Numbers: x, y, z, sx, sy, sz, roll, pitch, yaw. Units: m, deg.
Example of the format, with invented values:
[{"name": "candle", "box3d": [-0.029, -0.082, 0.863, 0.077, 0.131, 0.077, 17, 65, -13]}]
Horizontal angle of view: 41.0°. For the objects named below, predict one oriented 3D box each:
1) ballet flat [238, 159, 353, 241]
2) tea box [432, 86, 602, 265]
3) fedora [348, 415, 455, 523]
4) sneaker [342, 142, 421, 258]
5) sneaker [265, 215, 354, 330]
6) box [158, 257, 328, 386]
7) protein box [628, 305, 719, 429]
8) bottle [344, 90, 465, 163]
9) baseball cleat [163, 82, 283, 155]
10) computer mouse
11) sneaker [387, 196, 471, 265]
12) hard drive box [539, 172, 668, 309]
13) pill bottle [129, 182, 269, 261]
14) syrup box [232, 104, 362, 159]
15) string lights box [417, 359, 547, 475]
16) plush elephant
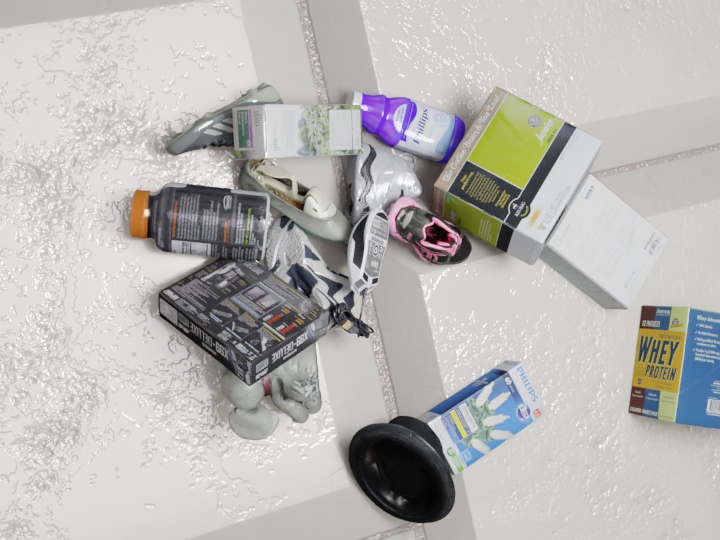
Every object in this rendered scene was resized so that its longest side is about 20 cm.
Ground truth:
[{"name": "ballet flat", "box3d": [-0.097, -0.112, 1.483, 0.200, 0.064, 0.067, 29, 47, 3]}, {"name": "tea box", "box3d": [0.248, -0.151, 1.554, 0.197, 0.134, 0.200, 31, 78, 10]}, {"name": "fedora", "box3d": [0.079, 0.305, 1.542, 0.201, 0.201, 0.092, 53, 41, -12]}, {"name": "sneaker", "box3d": [0.035, -0.103, 1.555, 0.115, 0.075, 0.200, 5, 85, -17]}, {"name": "sneaker", "box3d": [-0.069, 0.010, 1.524, 0.079, 0.130, 0.199, -39, 63, 19]}, {"name": "box", "box3d": [-0.171, 0.062, 1.405, 0.158, 0.200, 0.050, -33, 144, -39]}, {"name": "protein box", "box3d": [0.613, 0.176, 1.726, 0.198, 0.135, 0.200, 10, 86, -19]}, {"name": "bottle", "box3d": [0.071, -0.240, 1.575, 0.200, 0.065, 0.084, 18, 82, -19]}, {"name": "baseball cleat", "box3d": [-0.196, -0.208, 1.478, 0.200, 0.070, 0.106, -34, 100, -16]}, {"name": "computer mouse", "box3d": [0.000, 0.000, 1.480, 0.110, 0.044, 0.200, 24, 75, -60]}, {"name": "sneaker", "box3d": [0.129, -0.049, 1.550, 0.200, 0.095, 0.079, 24, 91, -47]}, {"name": "hard drive box", "box3d": [0.416, -0.050, 1.690, 0.200, 0.077, 0.156, 37, 78, -16]}, {"name": "pill bottle", "box3d": [-0.239, -0.075, 1.433, 0.200, 0.106, 0.106, 6, 87, -8]}, {"name": "syrup box", "box3d": [-0.094, -0.212, 1.467, 0.200, 0.081, 0.079, -9, 100, -43]}, {"name": "string lights box", "box3d": [0.204, 0.245, 1.619, 0.200, 0.059, 0.103, -30, 98, -18]}, {"name": "plush elephant", "box3d": [-0.141, 0.163, 1.454, 0.155, 0.200, 0.165, -5, 98, -1]}]
